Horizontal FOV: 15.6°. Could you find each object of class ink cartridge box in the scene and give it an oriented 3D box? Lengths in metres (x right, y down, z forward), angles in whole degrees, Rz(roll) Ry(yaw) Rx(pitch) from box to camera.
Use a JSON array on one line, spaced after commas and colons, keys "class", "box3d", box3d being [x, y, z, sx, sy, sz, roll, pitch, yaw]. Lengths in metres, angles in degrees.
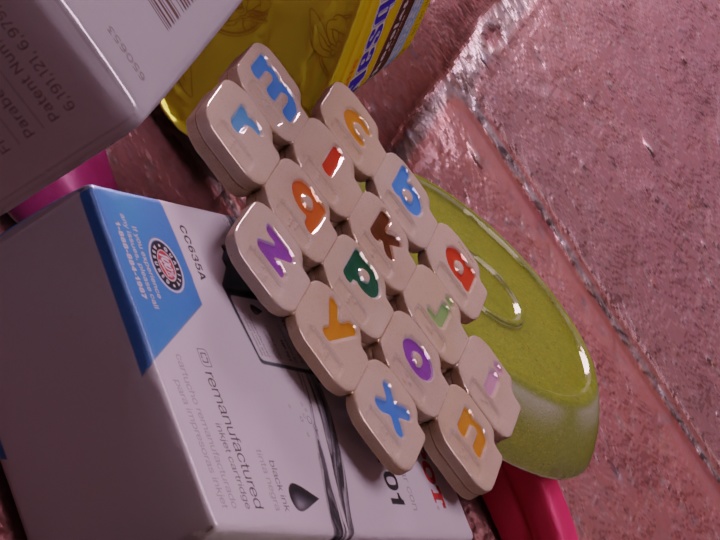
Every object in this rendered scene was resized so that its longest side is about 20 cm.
[{"class": "ink cartridge box", "box3d": [-0.057, 0.058, 1.045, 0.200, 0.086, 0.147, 10, 54, -58]}]

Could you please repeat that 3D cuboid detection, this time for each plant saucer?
[{"class": "plant saucer", "box3d": [0.050, 0.015, 1.275, 0.200, 0.031, 0.200, 39, 21, -18]}]

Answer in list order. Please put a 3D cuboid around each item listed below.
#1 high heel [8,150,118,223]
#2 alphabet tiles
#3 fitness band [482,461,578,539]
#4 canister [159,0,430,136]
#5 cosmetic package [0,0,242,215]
[{"class": "high heel", "box3d": [-0.127, -0.098, 1.067, 0.201, 0.096, 0.067, 61, 25, 4]}, {"class": "alphabet tiles", "box3d": [0.000, 0.000, 1.099, 0.200, 0.015, 0.196, 53, 24, -12]}, {"class": "fitness band", "box3d": [0.039, 0.093, 1.248, 0.143, 0.037, 0.201, -7, 68, -60]}, {"class": "canister", "box3d": [-0.017, -0.148, 1.273, 0.086, 0.149, 0.200, 24, 21, 8]}, {"class": "cosmetic package", "box3d": [-0.167, -0.097, 0.868, 0.167, 0.200, 0.167, 53, 25, -14]}]
